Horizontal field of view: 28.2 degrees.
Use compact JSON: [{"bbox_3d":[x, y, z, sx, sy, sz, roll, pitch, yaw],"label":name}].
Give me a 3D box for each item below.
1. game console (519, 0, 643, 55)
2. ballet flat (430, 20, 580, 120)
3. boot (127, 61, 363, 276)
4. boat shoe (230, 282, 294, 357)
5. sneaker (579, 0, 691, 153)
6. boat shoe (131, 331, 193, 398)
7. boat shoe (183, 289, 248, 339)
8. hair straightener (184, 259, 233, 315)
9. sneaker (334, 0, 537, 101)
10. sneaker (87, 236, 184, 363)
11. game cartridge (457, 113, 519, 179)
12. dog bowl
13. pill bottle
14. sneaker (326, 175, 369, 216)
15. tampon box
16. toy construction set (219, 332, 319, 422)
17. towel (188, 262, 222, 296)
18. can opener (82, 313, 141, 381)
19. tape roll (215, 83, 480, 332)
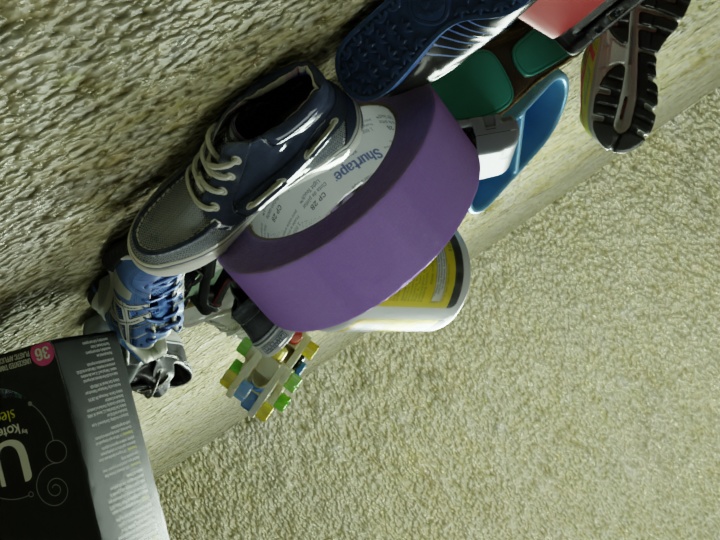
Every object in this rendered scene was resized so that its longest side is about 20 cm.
[{"bbox_3d":[0.204,-0.279,1.121,0.199,0.118,0.173,-37,-156,29],"label":"game console"},{"bbox_3d":[0.118,-0.178,1.283,0.199,0.068,0.072,-36,-170,-24],"label":"ballet flat"},{"bbox_3d":[-0.095,-0.073,0.997,0.199,0.073,0.090,-36,158,8],"label":"boot"},{"bbox_3d":[-0.095,0.015,1.402,0.072,0.068,0.200,-42,-165,17],"label":"boat shoe"},{"bbox_3d":[0.233,-0.208,1.277,0.090,0.077,0.203,-144,-110,-79],"label":"sneaker"},{"bbox_3d":[-0.232,0.109,1.570,0.070,0.067,0.200,-34,172,5],"label":"boat shoe"},{"bbox_3d":[-0.124,0.040,1.519,0.070,0.070,0.199,-10,-174,32],"label":"boat shoe"},{"bbox_3d":[-0.147,-0.005,1.286,0.076,0.041,0.200,6,157,-17],"label":"hair straightener"},{"bbox_3d":[0.070,-0.184,0.964,0.199,0.071,0.078,-31,180,32],"label":"sneaker"},{"bbox_3d":[-0.167,0.014,1.167,0.075,0.078,0.200,-29,170,-23],"label":"sneaker"},{"bbox_3d":[0.038,-0.093,1.254,0.197,0.042,0.133,-10,169,2],"label":"game cartridge"},{"bbox_3d":[0.136,-0.133,1.388,0.200,0.049,0.112,-46,154,-30],"label":"dog bowl"},{"bbox_3d":[0.000,0.000,1.334,0.198,0.115,0.114,2,149,-45],"label":"pill bottle"},{"bbox_3d":[-0.014,-0.023,1.175,0.199,0.082,0.075,-27,-169,26],"label":"sneaker"},{"bbox_3d":[-0.257,0.165,1.136,0.148,0.203,0.126,-16,177,14],"label":"tampon box"},{"bbox_3d":[-0.062,0.066,1.472,0.199,0.092,0.131,-40,173,-9],"label":"toy construction set"},{"bbox_3d":[-0.107,-0.030,1.382,0.152,0.024,0.200,-30,172,-37],"label":"towel"},{"bbox_3d":[-0.238,0.071,1.379,0.065,0.053,0.200,6,155,-13],"label":"can opener"},{"bbox_3d":[-0.012,-0.052,1.048,0.199,0.066,0.201,-31,-150,20],"label":"tape roll"}]
